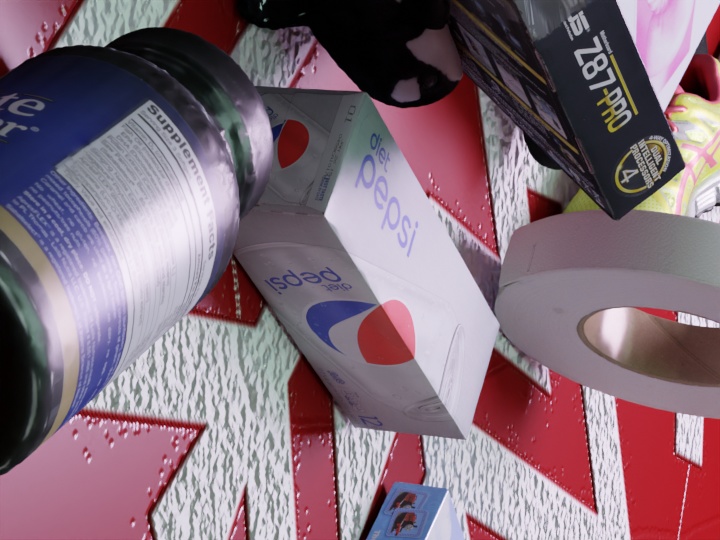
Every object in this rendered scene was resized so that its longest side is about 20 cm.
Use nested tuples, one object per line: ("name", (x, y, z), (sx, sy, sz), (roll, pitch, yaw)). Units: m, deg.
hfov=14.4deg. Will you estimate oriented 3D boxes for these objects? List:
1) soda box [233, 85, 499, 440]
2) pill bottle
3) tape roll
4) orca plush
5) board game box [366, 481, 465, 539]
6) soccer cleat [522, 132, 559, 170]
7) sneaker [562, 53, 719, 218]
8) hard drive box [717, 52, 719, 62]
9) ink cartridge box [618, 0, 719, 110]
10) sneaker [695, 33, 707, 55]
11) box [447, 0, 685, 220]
("soda box", (0.000, 0.000, 1.312), (0.200, 0.063, 0.069), (58, 43, -51))
("pill bottle", (-0.112, -0.014, 1.022), (0.200, 0.111, 0.113), (-45, 133, -55))
("tape roll", (0.170, 0.026, 1.518), (0.203, 0.201, 0.037), (49, 51, -56))
("orca plush", (-0.020, -0.132, 1.246), (0.071, 0.105, 0.200), (-42, 147, -11))
("board game box", (0.013, 0.229, 1.406), (0.201, 0.036, 0.152), (-63, 146, -41))
("soccer cleat", (0.106, -0.156, 1.525), (0.081, 0.067, 0.202), (10, 91, -38))
("sneaker", (0.161, -0.064, 1.627), (0.200, 0.078, 0.091), (-43, 127, -52))
("hard drive box", (0.305, -0.095, 1.923), (0.156, 0.076, 0.201), (-61, 145, -42))
("ink cartridge box", (0.165, -0.171, 1.505), (0.197, 0.043, 0.201), (-60, 144, -33))
("sneaker", (0.187, -0.192, 1.654), (0.073, 0.081, 0.201), (-61, 146, -46))
("box", (0.054, -0.133, 1.275), (0.049, 0.200, 0.161), (-38, 139, -4))
